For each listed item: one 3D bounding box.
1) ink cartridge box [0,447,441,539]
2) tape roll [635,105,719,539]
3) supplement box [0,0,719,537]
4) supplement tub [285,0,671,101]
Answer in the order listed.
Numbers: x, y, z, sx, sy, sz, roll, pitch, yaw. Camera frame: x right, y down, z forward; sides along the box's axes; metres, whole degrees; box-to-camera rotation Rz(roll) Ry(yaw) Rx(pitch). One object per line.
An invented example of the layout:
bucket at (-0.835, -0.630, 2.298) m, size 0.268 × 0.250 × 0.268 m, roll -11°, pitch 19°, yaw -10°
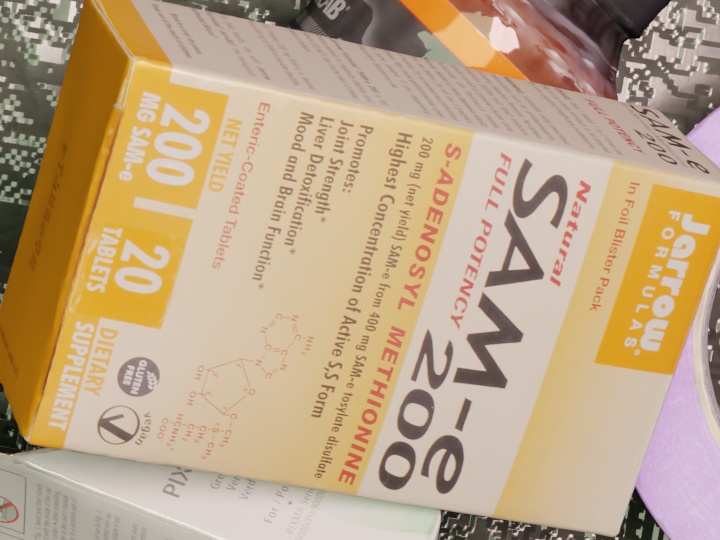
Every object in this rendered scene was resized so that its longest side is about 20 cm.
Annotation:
ink cartridge box at (-0.081, 0.104, 0.966) m, size 0.200 × 0.161 × 0.050 m, roll 22°, pitch 52°, yaw 9°
tape roll at (0.182, 0.026, 0.971) m, size 0.200 × 0.066 × 0.200 m, roll 0°, pitch 88°, yaw 8°
supplement box at (0.000, 0.000, 0.891) m, size 0.200 × 0.074 × 0.126 m, roll 10°, pitch 109°, yaw -21°
supplement tub at (0.013, -0.047, 0.977) m, size 0.107 × 0.107 × 0.200 m, roll 44°, pitch 94°, yaw 7°
